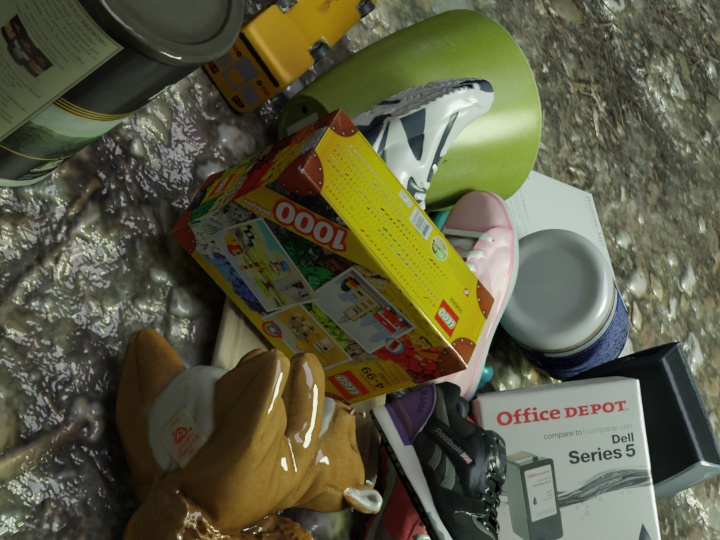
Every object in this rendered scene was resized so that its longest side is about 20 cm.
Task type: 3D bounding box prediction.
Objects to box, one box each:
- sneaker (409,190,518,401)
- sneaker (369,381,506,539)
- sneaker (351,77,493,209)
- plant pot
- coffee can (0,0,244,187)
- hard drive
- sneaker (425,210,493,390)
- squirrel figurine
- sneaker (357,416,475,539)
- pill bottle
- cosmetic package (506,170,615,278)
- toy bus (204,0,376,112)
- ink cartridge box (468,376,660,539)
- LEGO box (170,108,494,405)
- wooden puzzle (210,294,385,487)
[{"bbox_3d":[0.077,0.014,1.088,0.105,0.075,0.202,35,66,-56],"label":"sneaker"},{"bbox_3d":[0.081,0.164,0.979,0.201,0.087,0.076,61,-4,39],"label":"sneaker"},{"bbox_3d":[0.037,-0.067,1.040,0.198,0.079,0.131,-31,112,-21],"label":"sneaker"},{"bbox_3d":[0.030,-0.128,1.152,0.199,0.187,0.189,-19,84,-38],"label":"plant pot"},{"bbox_3d":[-0.197,-0.162,0.847,0.146,0.199,0.148,28,50,-39],"label":"coffee can"},{"bbox_3d":[0.228,0.158,1.184,0.042,0.199,0.136,-2,70,-50],"label":"hard drive"},{"bbox_3d":[0.092,0.030,1.194,0.077,0.079,0.202,25,50,-40],"label":"sneaker"},{"bbox_3d":[-0.073,0.155,0.899,0.186,0.140,0.202,33,62,-51],"label":"squirrel figurine"},{"bbox_3d":[0.054,0.198,1.041,0.074,0.086,0.202,35,45,-32],"label":"sneaker"},{"bbox_3d":[0.204,0.045,1.251,0.200,0.115,0.117,45,33,-63],"label":"pill bottle"},{"bbox_3d":[0.175,-0.039,1.336,0.199,0.081,0.114,10,60,-47],"label":"cosmetic package"},{"bbox_3d":[-0.058,-0.222,1.158,0.065,0.078,0.200,53,38,-13],"label":"toy bus"},{"bbox_3d":[0.177,0.200,1.103,0.084,0.144,0.202,92,-9,-85],"label":"ink cartridge box"},{"bbox_3d":[-0.019,-0.003,0.959,0.200,0.148,0.077,49,44,-21],"label":"LEGO box"},{"bbox_3d":[-0.046,0.064,1.046,0.185,0.037,0.202,38,48,-32],"label":"wooden puzzle"}]
